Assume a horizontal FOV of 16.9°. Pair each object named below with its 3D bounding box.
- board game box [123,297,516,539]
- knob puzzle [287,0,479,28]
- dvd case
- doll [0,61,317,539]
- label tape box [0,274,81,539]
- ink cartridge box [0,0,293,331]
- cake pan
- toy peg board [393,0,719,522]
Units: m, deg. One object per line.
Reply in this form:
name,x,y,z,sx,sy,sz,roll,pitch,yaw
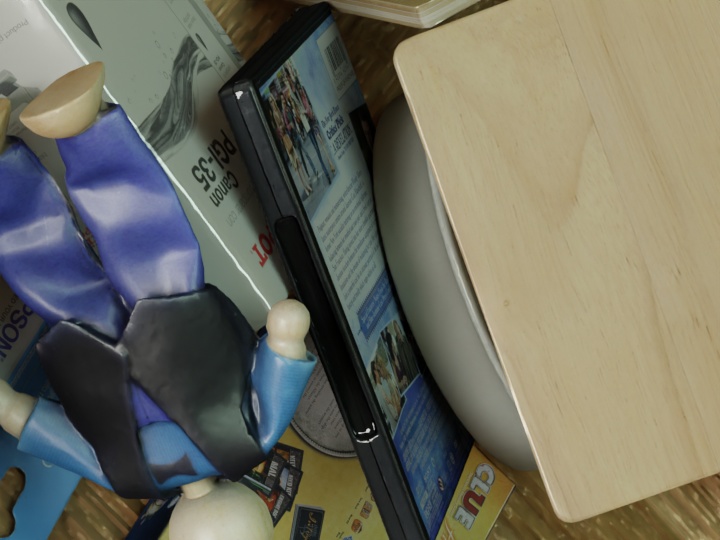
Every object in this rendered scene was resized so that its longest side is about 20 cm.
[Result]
board game box,-0.029,0.129,1.028,0.135,0.035,0.200,44,58,-18
knob puzzle,0.072,-0.153,1.056,0.219,0.219,0.031,-38,115,-35
dvd case,0.000,0.000,0.981,0.143,0.017,0.201,-58,129,-68
doll,-0.086,0.029,0.883,0.049,0.136,0.201,-73,140,-63
label tape box,-0.185,0.047,0.921,0.200,0.066,0.144,40,60,-19
ink cartridge box,-0.105,-0.065,0.957,0.200,0.083,0.147,54,21,-12
cake pan,0.063,0.000,1.053,0.200,0.037,0.201,49,30,-41
toy peg board,0.142,-0.028,0.978,0.198,0.098,0.201,-20,89,7
